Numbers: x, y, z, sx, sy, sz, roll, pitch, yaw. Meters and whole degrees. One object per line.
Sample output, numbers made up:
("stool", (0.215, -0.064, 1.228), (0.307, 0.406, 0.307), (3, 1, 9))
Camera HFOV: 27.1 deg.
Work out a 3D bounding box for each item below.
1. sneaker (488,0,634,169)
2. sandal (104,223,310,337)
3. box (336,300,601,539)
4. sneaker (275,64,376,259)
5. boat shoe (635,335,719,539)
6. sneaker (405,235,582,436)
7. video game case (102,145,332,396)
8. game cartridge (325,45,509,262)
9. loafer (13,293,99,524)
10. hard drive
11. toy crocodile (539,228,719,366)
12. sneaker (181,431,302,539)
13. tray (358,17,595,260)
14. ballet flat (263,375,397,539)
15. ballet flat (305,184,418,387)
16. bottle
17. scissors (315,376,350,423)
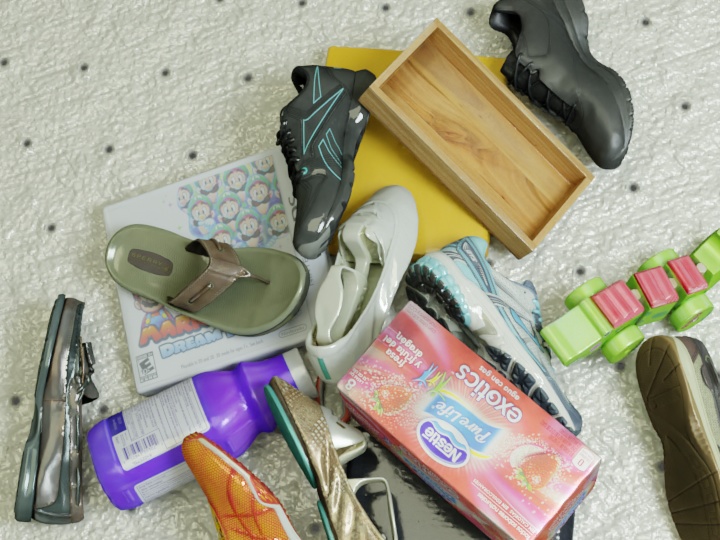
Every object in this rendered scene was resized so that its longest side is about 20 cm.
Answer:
("sneaker", (0.177, -0.170, 1.343), (0.090, 0.076, 0.201), (-12, 59, -20))
("sandal", (-0.140, 0.005, 1.299), (0.199, 0.057, 0.081), (11, 79, 18))
("box", (0.086, 0.132, 1.198), (0.200, 0.103, 0.095), (40, 79, 16))
("sneaker", (-0.041, -0.098, 1.307), (0.079, 0.076, 0.201), (18, 55, -8))
("boat shoe", (0.286, 0.148, 1.228), (0.064, 0.073, 0.202), (-7, 81, -31))
("sneaker", (0.132, 0.053, 1.272), (0.086, 0.078, 0.201), (-37, 87, -28))
("video game case", (-0.125, -0.002, 1.340), (0.198, 0.024, 0.184), (-18, 71, 11))
("game cartridge", (0.041, -0.106, 1.368), (0.175, 0.032, 0.202), (6, 72, 11))
("loafer", (-0.259, 0.124, 1.318), (0.062, 0.072, 0.202), (11, 78, -10))
("hard drive", (0.080, 0.196, 1.253), (0.198, 0.042, 0.136), (5, 72, 9))
("toy crocodile", (0.239, 0.024, 1.268), (0.199, 0.062, 0.068), (-22, 68, -23))
("sneaker", (-0.090, 0.221, 1.222), (0.077, 0.073, 0.201), (-36, 93, -10))
("tray", (0.103, -0.115, 1.316), (0.200, 0.037, 0.099), (44, 66, -3))
("ballet flat", (-0.015, 0.171, 1.223), (0.065, 0.071, 0.201), (-22, 77, -8))
("ballet flat", (0.000, 0.000, 1.266), (0.069, 0.070, 0.201), (12, 64, 11))
("bottle", (-0.134, 0.130, 1.286), (0.199, 0.066, 0.084), (-26, 42, -4))
("scissors", (0.000, 0.042, 1.332), (0.072, 0.014, 0.202), (1, 71, 8))
